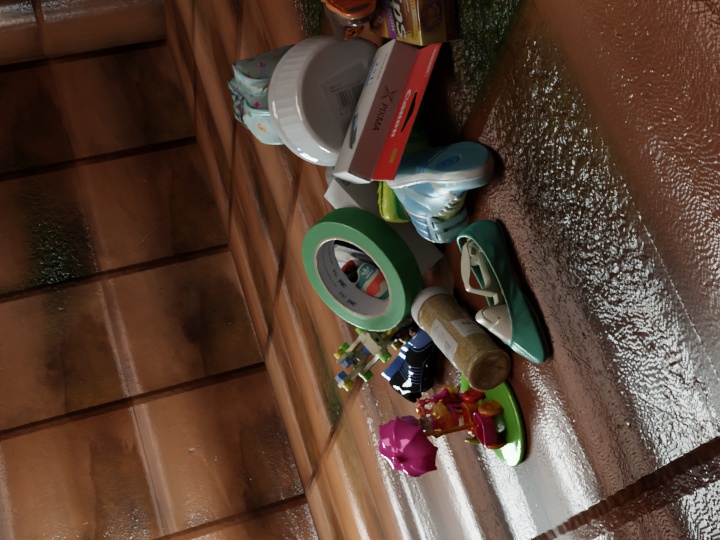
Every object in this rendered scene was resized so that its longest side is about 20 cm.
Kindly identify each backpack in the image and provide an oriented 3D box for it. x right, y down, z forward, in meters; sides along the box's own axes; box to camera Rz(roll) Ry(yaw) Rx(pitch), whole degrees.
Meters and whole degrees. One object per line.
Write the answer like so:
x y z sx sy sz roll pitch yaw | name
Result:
-0.152 -0.336 1.818 0.153 0.176 0.200 86 158 -44 | backpack

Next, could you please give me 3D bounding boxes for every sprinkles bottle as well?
0.140 0.094 1.347 0.200 0.068 0.068 -129 29 -57 | sprinkles bottle

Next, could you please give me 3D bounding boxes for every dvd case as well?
0.005 -0.014 1.617 0.200 0.143 0.018 145 140 -74 | dvd case

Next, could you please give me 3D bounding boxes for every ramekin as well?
-0.029 -0.258 1.418 0.098 0.200 0.201 14 117 65 | ramekin

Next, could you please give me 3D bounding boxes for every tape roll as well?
0.000 0.000 1.458 0.200 0.048 0.201 25 137 26 | tape roll

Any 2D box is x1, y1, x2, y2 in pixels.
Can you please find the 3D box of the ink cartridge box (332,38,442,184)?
0.033 -0.220 1.296 0.176 0.045 0.200 -166 96 -74 | ink cartridge box

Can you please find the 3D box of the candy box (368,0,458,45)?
0.062 -0.369 1.252 0.200 0.056 0.117 -139 39 -63 | candy box

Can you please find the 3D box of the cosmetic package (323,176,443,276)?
0.035 -0.071 1.458 0.200 0.051 0.083 47 158 2 | cosmetic package

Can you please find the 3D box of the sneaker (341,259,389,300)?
0.004 0.017 1.599 0.093 0.070 0.200 45 168 -12 | sneaker

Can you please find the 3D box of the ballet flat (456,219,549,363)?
0.169 0.032 1.185 0.067 0.070 0.200 115 139 -66 | ballet flat

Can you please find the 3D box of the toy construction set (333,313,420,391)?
0.030 0.117 1.582 0.092 0.131 0.200 41 -156 -2 | toy construction set

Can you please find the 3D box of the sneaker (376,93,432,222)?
0.073 -0.168 1.357 0.074 0.083 0.200 -146 63 -75 | sneaker

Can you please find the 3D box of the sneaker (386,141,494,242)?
0.126 -0.097 1.250 0.200 0.080 0.131 7 131 59 | sneaker

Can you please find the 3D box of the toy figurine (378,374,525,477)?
0.109 0.221 1.351 0.200 0.184 0.150 -141 40 -67 | toy figurine

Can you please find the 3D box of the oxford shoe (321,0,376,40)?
-0.010 -0.357 1.310 0.200 0.071 0.073 -111 4 -64 | oxford shoe

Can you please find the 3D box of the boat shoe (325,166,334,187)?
-0.016 -0.168 1.598 0.071 0.064 0.200 50 -160 -31 | boat shoe

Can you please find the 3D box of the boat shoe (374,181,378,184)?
0.023 -0.186 1.543 0.066 0.074 0.200 -46 56 44 | boat shoe

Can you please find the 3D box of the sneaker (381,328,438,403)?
0.102 0.152 1.557 0.078 0.070 0.200 44 148 10 | sneaker
